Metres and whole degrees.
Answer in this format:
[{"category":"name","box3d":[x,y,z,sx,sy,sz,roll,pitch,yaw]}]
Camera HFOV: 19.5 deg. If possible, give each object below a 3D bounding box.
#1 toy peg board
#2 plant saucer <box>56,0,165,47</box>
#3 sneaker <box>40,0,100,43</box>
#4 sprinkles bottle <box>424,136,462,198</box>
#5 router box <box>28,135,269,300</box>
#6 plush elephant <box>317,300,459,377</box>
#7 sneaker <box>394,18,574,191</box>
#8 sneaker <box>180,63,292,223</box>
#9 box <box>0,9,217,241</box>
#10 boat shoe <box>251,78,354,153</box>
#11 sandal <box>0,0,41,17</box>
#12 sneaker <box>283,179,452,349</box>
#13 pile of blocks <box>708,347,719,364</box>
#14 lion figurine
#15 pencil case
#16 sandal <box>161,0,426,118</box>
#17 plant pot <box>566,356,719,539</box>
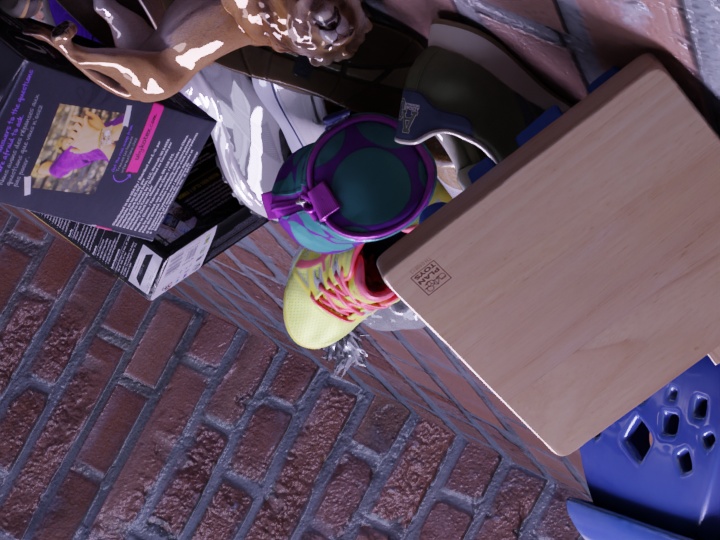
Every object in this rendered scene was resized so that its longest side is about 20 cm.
[{"category":"toy peg board","box3d":[0.134,-0.024,1.264,0.199,0.200,0.098,45,-166,-35]},{"category":"plant saucer","box3d":[-0.194,-0.223,1.445,0.200,0.034,0.200,43,165,14]},{"category":"sneaker","box3d":[-0.176,-0.175,1.622,0.069,0.100,0.200,4,-129,-48]},{"category":"sprinkles bottle","box3d":[0.092,-0.068,1.471,0.068,0.068,0.200,24,171,24]},{"category":"router box","box3d":[-0.160,-0.071,1.663,0.149,0.051,0.200,36,-144,13]},{"category":"plush elephant","box3d":[0.057,-0.009,1.678,0.155,0.200,0.165,-9,139,45]},{"category":"sneaker","box3d":[0.099,-0.074,1.341,0.200,0.090,0.067,33,169,-32]},{"category":"sneaker","box3d":[-0.073,-0.112,1.579,0.079,0.074,0.200,-12,130,25]},{"category":"box","box3d":[-0.220,-0.107,1.470,0.122,0.106,0.200,38,-167,35]},{"category":"boat shoe","box3d":[-0.004,-0.112,1.550,0.086,0.075,0.202,14,158,27]},{"category":"sandal","box3d":[-0.261,-0.222,1.382,0.054,0.082,0.200,-13,-146,-32]},{"category":"sneaker","box3d":[0.000,0.000,1.556,0.078,0.090,0.200,30,127,-14]},{"category":"pile of blocks","box3d":[0.199,-0.009,1.484,0.200,0.082,0.062,25,-165,-11]},{"category":"lion figurine","box3d":[-0.102,-0.155,1.333,0.200,0.073,0.123,-21,132,16]},{"category":"pencil case","box3d":[-0.010,-0.057,1.414,0.092,0.085,0.200,-16,180,-9]},{"category":"sandal","box3d":[-0.043,-0.163,1.393,0.200,0.082,0.055,22,-167,-1]},{"category":"plant pot","box3d":[0.286,0.152,1.634,0.200,0.180,0.200,13,180,-32]}]
